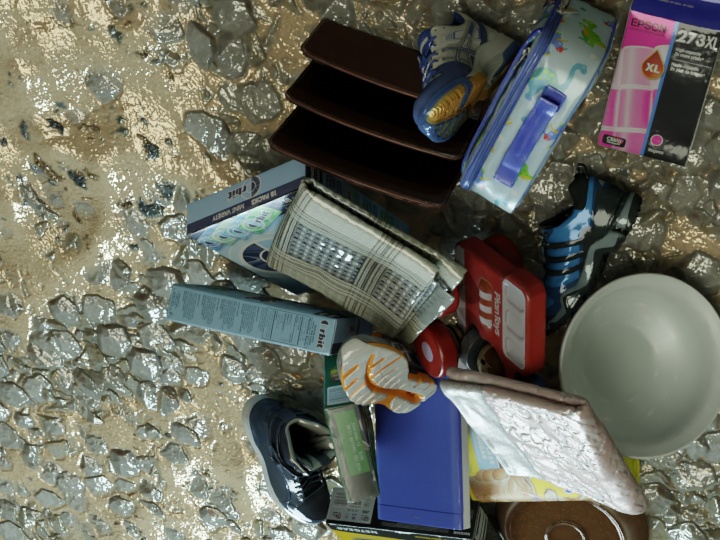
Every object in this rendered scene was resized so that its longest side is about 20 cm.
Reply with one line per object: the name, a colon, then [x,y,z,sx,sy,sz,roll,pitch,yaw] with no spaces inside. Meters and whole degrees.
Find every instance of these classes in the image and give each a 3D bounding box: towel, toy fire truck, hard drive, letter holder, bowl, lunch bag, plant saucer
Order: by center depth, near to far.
lunch bag: [0.175,-0.166,1.307,0.082,0.161,0.200,28,128,1]
letter holder: [0.020,-0.162,1.381,0.199,0.142,0.101,21,127,8]
towel: [0.000,0.000,1.408,0.199,0.035,0.193,29,150,-2]
towel: [0.199,0.185,1.429,0.190,0.032,0.200,11,149,41]
toy fire truck: [0.146,0.066,1.451,0.168,0.112,0.201,44,145,49]
bowl: [0.299,0.103,1.455,0.201,0.201,0.090,42,171,-9]
hard drive: [0.073,0.205,1.593,0.131,0.025,0.201,-2,90,42]
plant saucer: [0.266,0.332,1.681,0.199,0.035,0.201,10,124,14]

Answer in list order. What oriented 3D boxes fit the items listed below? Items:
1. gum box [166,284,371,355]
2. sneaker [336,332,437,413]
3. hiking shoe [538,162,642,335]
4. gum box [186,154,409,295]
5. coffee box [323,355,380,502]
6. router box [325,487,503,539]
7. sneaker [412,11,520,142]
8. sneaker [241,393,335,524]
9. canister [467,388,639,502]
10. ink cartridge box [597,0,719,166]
gum box: [-0.103,0.056,1.553,0.199,0.170,0.045,12,91,15]
sneaker: [0.018,0.105,1.489,0.078,0.200,0.077,-34,63,8]
hiking shoe: [0.229,-0.020,1.447,0.086,0.074,0.201,32,118,7]
gum box: [-0.068,-0.046,1.487,0.169,0.045,0.200,-19,149,31]
coffee box: [-0.012,0.177,1.573,0.044,0.200,0.124,-12,105,2]
router box: [0.074,0.340,1.704,0.199,0.052,0.157,2,151,22]
sneaker: [0.083,-0.194,1.301,0.088,0.200,0.075,35,126,6]
sneaker: [-0.068,0.261,1.702,0.146,0.077,0.203,9,131,55]
canister: [0.221,0.211,1.585,0.199,0.087,0.149,-6,116,26]
ink cartridge box: [0.304,-0.206,1.311,0.094,0.037,0.201,15,124,11]
